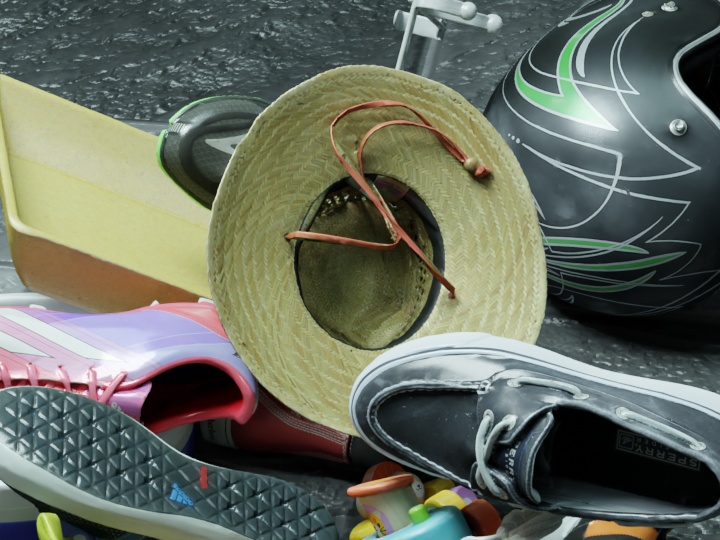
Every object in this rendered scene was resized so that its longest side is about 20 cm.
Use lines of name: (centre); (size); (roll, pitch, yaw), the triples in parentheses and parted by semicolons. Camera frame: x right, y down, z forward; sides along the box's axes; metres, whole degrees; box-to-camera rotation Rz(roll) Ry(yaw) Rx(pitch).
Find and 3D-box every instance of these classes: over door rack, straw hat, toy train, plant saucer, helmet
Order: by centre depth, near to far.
toy train: (0.054, 0.105, 1.145); (0.150, 0.056, 0.200); (-27, 2, 12)
straw hat: (0.000, 0.000, 1.205); (0.200, 0.202, 0.085); (-12, -10, -22)
plant saucer: (-0.126, -0.020, 1.288); (0.199, 0.049, 0.200); (22, 22, -23)
helmet: (0.169, -0.065, 1.417); (0.199, 0.201, 0.191); (10, 47, 17)
over door rack: (0.040, -0.097, 1.449); (0.066, 0.149, 0.200); (16, 2, -3)

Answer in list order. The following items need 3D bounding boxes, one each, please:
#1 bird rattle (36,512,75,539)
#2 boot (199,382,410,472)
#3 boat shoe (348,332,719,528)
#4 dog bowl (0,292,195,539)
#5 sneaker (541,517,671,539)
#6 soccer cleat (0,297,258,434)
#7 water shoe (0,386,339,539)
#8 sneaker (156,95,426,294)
bird rattle: (-0.089, 0.200, 1.028); (0.162, 0.113, 0.200); (2, 27, -34)
boot: (0.009, 0.047, 1.334); (0.143, 0.073, 0.200); (11, 38, 17)
boat shoe: (0.081, 0.079, 1.037); (0.199, 0.072, 0.068); (12, 20, 21)
dog bowl: (-0.189, 0.094, 1.231); (0.199, 0.079, 0.200); (1, 28, 0)
sneaker: (0.120, 0.164, 1.135); (0.090, 0.070, 0.200); (38, 44, 27)
soccer cleat: (-0.149, 0.057, 1.155); (0.199, 0.067, 0.077); (-6, 34, -17)
water shoe: (-0.109, 0.127, 1.116); (0.199, 0.079, 0.072); (24, 34, -13)
sneaker: (-0.020, -0.041, 1.284); (0.199, 0.077, 0.084); (25, -2, -10)
